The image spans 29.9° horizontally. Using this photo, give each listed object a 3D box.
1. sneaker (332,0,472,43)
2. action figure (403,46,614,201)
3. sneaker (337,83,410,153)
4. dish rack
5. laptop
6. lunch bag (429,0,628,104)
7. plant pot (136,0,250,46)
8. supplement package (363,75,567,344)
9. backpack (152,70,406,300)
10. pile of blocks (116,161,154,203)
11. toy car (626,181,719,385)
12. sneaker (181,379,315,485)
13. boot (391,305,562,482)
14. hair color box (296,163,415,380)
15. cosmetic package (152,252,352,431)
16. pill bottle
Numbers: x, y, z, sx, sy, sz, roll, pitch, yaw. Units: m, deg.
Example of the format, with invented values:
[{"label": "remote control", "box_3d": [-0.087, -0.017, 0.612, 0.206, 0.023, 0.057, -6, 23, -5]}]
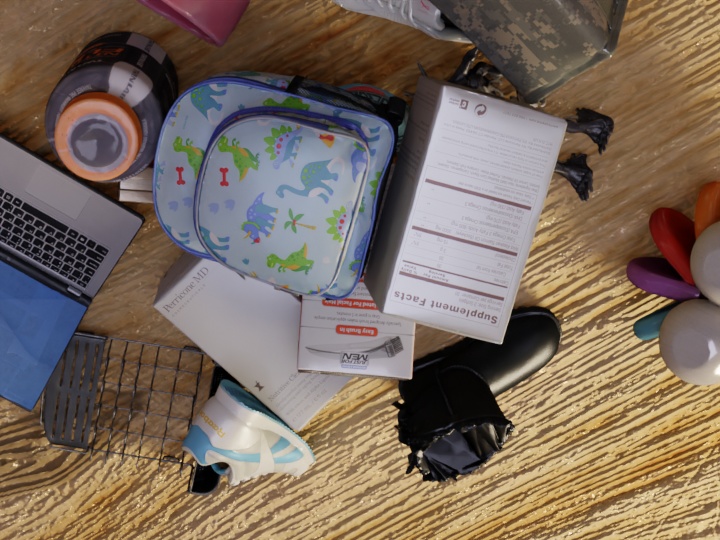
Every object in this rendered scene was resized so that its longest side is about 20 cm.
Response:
[{"label": "sneaker", "box_3d": [0.048, -0.257, 1.233, 0.198, 0.100, 0.079, 12, 111, -7]}, {"label": "action figure", "box_3d": [0.141, -0.139, 1.285, 0.198, 0.102, 0.120, 17, 115, -12]}, {"label": "sneaker", "box_3d": [-0.043, -0.132, 1.279, 0.198, 0.096, 0.080, 3, 110, -4]}, {"label": "dish rack", "box_3d": [-0.231, 0.142, 1.397, 0.198, 0.055, 0.155, 10, 110, -8]}, {"label": "laptop", "box_3d": [-0.343, -0.002, 1.298, 0.186, 0.116, 0.200, 30, 127, -14]}, {"label": "lunch bag", "box_3d": [0.156, -0.278, 1.187, 0.164, 0.201, 0.117, 42, 136, -20]}, {"label": "plant pot", "box_3d": [-0.156, -0.320, 1.161, 0.199, 0.200, 0.180, 32, 91, -14]}, {"label": "supplement package", "box_3d": [0.087, -0.056, 1.183, 0.116, 0.117, 0.202, 14, 101, -11]}, {"label": "backpack", "box_3d": [-0.079, -0.080, 1.169, 0.198, 0.147, 0.185, 16, 105, 2]}, {"label": "pile of blocks", "box_3d": [-0.143, -0.092, 1.299, 0.198, 0.082, 0.063, 7, 97, 10]}, {"label": "toy car", "box_3d": [0.339, 0.009, 1.338, 0.149, 0.175, 0.202, 27, 112, 24]}, {"label": "sneaker", "box_3d": [-0.113, 0.174, 1.363, 0.081, 0.076, 0.200, -50, 149, -2]}, {"label": "boot", "box_3d": [0.123, 0.124, 1.352, 0.197, 0.163, 0.074, -24, 112, 6]}, {"label": "hair color box", "box_3d": [0.000, 0.000, 1.285, 0.110, 0.064, 0.202, 5, 83, -2]}, {"label": "cosmetic package", "box_3d": [-0.098, 0.049, 1.355, 0.200, 0.081, 0.113, 40, 106, -17]}, {"label": "pill bottle", "box_3d": [-0.222, -0.143, 1.208, 0.105, 0.200, 0.107, -1, 111, -2]}]
